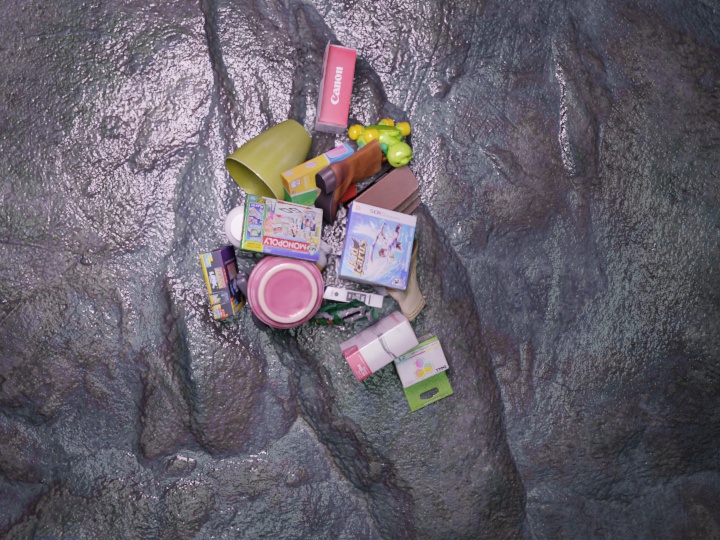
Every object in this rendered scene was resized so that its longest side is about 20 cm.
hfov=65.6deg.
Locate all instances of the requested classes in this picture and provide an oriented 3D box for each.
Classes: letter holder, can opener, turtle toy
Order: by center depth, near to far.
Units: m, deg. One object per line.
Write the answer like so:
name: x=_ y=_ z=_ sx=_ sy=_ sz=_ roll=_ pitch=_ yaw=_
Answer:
turtle toy: x=0.065 y=-0.341 z=1.509 sx=0.144 sy=0.199 sz=0.102 roll=-19 pitch=120 yaw=-28
can opener: x=-0.292 y=0.094 z=1.521 sx=0.066 sy=0.054 sz=0.201 roll=-25 pitch=125 yaw=7
letter holder: x=0.074 y=-0.185 z=1.560 sx=0.199 sy=0.101 sz=0.143 roll=-37 pitch=101 yaw=-3

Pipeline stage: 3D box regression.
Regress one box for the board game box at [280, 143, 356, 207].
board game box: x=-0.104 y=-0.224 z=1.458 sx=0.199 sy=0.040 sz=0.154 roll=-30 pitch=144 yaw=-21

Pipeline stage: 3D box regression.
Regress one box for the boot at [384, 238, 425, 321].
boot: x=0.141 y=0.025 z=1.596 sx=0.072 sy=0.201 sz=0.156 roll=-6 pitch=136 yaw=30

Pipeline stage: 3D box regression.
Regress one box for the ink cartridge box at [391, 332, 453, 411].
ink cartridge box: x=0.185 y=0.304 z=1.630 sx=0.146 sy=0.076 sz=0.202 roll=-23 pitch=96 yaw=-5

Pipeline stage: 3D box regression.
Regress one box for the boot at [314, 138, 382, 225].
boot: x=-0.030 y=-0.229 z=1.454 sx=0.199 sy=0.068 sz=0.190 roll=-36 pitch=144 yaw=-26

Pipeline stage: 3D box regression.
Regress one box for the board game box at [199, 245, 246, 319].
board game box: x=-0.356 y=0.025 z=1.465 sx=0.056 sy=0.200 sz=0.168 roll=-11 pitch=97 yaw=-2

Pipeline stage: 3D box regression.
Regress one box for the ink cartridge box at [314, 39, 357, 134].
ink cartridge box: x=-0.065 y=-0.478 z=1.475 sx=0.083 sy=0.176 sz=0.203 roll=7 pitch=95 yaw=-8

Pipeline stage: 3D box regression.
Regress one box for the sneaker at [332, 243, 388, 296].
sneaker: x=0.000 y=0.000 z=1.557 sx=0.114 sy=0.075 sz=0.202 roll=-33 pitch=97 yaw=-35

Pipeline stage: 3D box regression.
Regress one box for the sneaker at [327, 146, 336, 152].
sneaker: x=-0.089 y=-0.237 z=1.548 sx=0.086 sy=0.074 sz=0.202 roll=28 pitch=94 yaw=-21

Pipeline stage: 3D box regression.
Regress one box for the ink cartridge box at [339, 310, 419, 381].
ink cartridge box: x=0.050 y=0.208 z=1.566 sx=0.199 sy=0.147 sz=0.083 roll=-31 pitch=99 yaw=-4

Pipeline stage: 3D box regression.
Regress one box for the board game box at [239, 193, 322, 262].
board game box: x=-0.193 y=-0.102 z=1.380 sx=0.198 sy=0.029 sz=0.137 roll=9 pitch=79 yaw=-27

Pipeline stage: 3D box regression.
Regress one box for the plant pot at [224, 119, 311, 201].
plant pot: x=-0.223 y=-0.297 z=1.481 sx=0.187 sy=0.187 sz=0.201 roll=42 pitch=72 yaw=-9

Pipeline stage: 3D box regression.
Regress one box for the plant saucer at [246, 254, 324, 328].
plant saucer: x=-0.188 y=0.053 z=1.423 sx=0.198 sy=0.051 sz=0.203 roll=-3 pitch=100 yaw=-16

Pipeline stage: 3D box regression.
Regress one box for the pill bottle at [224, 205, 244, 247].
pill bottle: x=-0.297 y=-0.114 z=1.461 sx=0.109 sy=0.200 sz=0.112 roll=-1 pitch=96 yaw=-7

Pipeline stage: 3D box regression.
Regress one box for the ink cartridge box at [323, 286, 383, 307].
ink cartridge box: x=-0.042 y=0.071 z=1.564 sx=0.197 sy=0.099 sz=0.040 roll=9 pitch=87 yaw=-10

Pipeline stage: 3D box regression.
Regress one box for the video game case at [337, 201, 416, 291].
video game case: x=0.045 y=-0.063 z=1.469 sx=0.179 sy=0.045 sz=0.203 roll=12 pitch=78 yaw=-11

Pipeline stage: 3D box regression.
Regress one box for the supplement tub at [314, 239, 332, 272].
supplement tub: x=-0.181 y=-0.014 z=1.515 sx=0.144 sy=0.145 sz=0.201 roll=35 pitch=90 yaw=-9

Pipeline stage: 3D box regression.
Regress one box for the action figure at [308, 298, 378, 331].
action figure: x=-0.063 y=0.130 z=1.552 sx=0.118 sy=0.198 sz=0.055 roll=45 pitch=45 yaw=-40
